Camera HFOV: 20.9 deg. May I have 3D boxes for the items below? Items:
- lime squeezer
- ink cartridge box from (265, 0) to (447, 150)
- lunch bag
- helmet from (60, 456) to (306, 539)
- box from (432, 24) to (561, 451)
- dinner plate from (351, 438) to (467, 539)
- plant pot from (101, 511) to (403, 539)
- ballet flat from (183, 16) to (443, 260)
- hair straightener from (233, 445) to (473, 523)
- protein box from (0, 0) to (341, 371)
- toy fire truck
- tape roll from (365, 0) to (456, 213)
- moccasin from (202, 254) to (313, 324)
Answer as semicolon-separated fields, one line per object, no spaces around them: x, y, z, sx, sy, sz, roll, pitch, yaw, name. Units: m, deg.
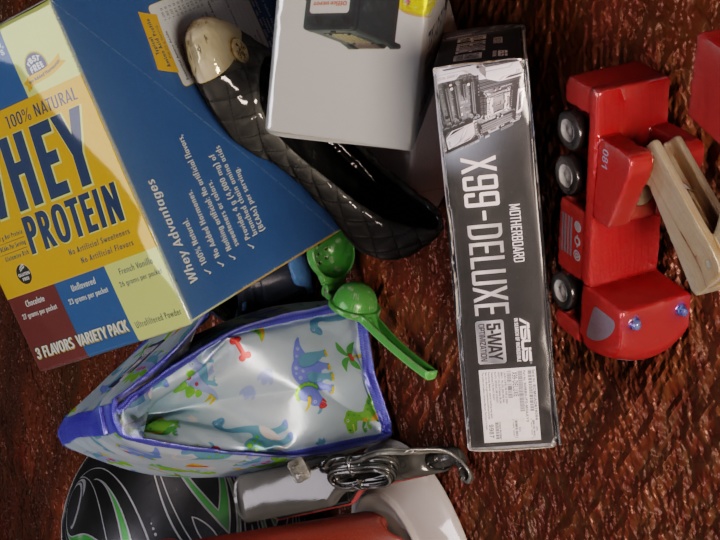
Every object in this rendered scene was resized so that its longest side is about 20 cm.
0.000;0.000;1.335;0.071;0.038;0.201;-35;63;31;lime squeezer
0.008;-0.182;1.052;0.146;0.082;0.201;-69;-14;-68;ink cartridge box
-0.105;0.091;1.394;0.170;0.199;0.128;155;101;-67;lunch bag
-0.132;0.220;1.536;0.190;0.199;0.201;25;124;52;helmet
0.073;-0.022;1.039;0.158;0.049;0.201;-70;-26;-76;box
0.031;0.218;1.366;0.200;0.024;0.201;169;90;-68;dinner plate
-0.062;0.257;1.323;0.201;0.194;0.202;43;139;53;plant pot
-0.027;-0.082;1.148;0.057;0.200;0.067;-21;36;41;ballet flat
-0.012;0.142;1.290;0.199;0.077;0.041;-10;81;40;hair straightener
-0.128;-0.078;1.181;0.135;0.200;0.199;-17;100;38;protein box
0.151;-0.035;0.941;0.141;0.049;0.201;41;137;53;toy fire truck
0.004;-0.131;1.246;0.203;0.037;0.204;-140;45;-56;tape roll
-0.097;0.001;1.489;0.200;0.068;0.081;155;97;-71;moccasin
